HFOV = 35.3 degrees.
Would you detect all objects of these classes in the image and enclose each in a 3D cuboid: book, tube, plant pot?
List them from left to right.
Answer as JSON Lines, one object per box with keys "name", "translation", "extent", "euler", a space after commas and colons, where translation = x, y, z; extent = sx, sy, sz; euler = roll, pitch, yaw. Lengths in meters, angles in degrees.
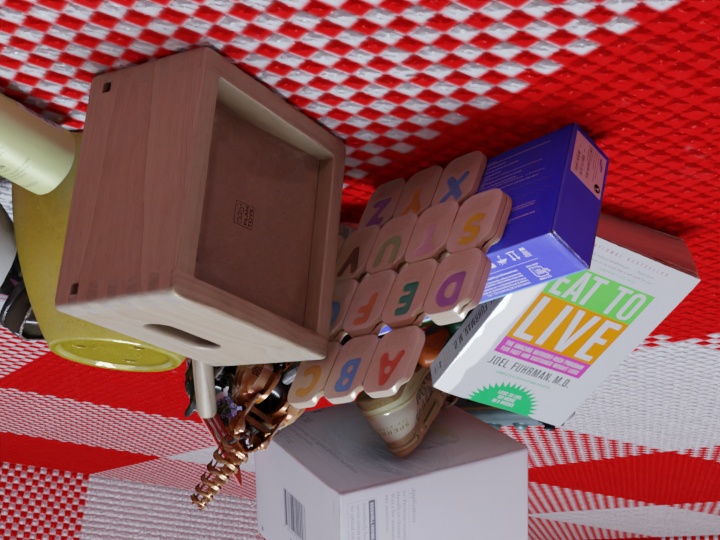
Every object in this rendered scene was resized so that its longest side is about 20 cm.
{"name": "tube", "translation": [-0.278, -0.111, 0.734], "extent": [0.058, 0.052, 0.200], "euler": [-45, 137, 12]}
{"name": "plant pot", "translation": [-0.183, -0.002, 0.887], "extent": [0.198, 0.143, 0.200], "euler": [5, 162, 2]}
{"name": "book", "translation": [0.163, 0.040, 0.937], "extent": [0.133, 0.048, 0.201], "euler": [17, 128, -21]}

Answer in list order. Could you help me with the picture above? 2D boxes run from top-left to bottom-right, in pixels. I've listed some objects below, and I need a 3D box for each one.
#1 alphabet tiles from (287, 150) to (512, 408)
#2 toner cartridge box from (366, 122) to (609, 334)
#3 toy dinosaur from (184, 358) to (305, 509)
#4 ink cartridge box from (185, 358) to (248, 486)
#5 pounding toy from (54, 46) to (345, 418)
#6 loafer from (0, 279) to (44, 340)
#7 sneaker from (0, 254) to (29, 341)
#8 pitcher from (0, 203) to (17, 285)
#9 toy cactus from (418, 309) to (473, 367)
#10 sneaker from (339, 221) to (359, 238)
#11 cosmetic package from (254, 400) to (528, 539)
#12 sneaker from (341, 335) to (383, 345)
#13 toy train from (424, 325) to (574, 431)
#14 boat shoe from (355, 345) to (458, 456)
{"name": "alphabet tiles", "translation": [0.017, 0.003, 0.780], "extent": [0.015, 0.197, 0.199], "euler": [39, 147, -28]}
{"name": "toner cartridge box", "translation": [0.075, -0.024, 0.789], "extent": [0.043, 0.096, 0.199], "euler": [40, 141, -28]}
{"name": "toy dinosaur", "translation": [-0.079, 0.084, 0.881], "extent": [0.103, 0.200, 0.135], "euler": [57, 151, -10]}
{"name": "ink cartridge box", "translation": [-0.122, 0.104, 1.084], "extent": [0.050, 0.110, 0.200], "euler": [-25, -156, 2]}
{"name": "pounding toy", "translation": [-0.104, -0.011, 0.765], "extent": [0.141, 0.186, 0.200], "euler": [-6, 159, 32]}
{"name": "loafer", "translation": [-0.242, 0.038, 1.069], "extent": [0.199, 0.071, 0.073], "euler": [-4, 131, -49]}
{"name": "sneaker", "translation": [-0.323, -0.003, 1.068], "extent": [0.086, 0.081, 0.200], "euler": [-20, 158, 8]}
{"name": "pitcher", "translation": [-0.349, -0.049, 0.840], "extent": [0.199, 0.122, 0.171], "euler": [33, 146, -34]}
{"name": "toy cactus", "translation": [0.133, 0.043, 1.067], "extent": [0.198, 0.103, 0.165], "euler": [-6, 178, 24]}
{"name": "sneaker", "translation": [0.000, 0.000, 0.993], "extent": [0.086, 0.075, 0.200], "euler": [-7, 169, -13]}
{"name": "cosmetic package", "translation": [0.026, 0.209, 1.085], "extent": [0.198, 0.124, 0.199], "euler": [-7, -166, -27]}
{"name": "sneaker", "translation": [-0.040, 0.068, 1.147], "extent": [0.199, 0.091, 0.070], "euler": [-11, 156, 40]}
{"name": "toy train", "translation": [0.141, 0.117, 1.214], "extent": [0.198, 0.115, 0.085], "euler": [-5, 161, 28]}
{"name": "boat shoe", "translation": [0.048, 0.121, 1.083], "extent": [0.073, 0.063, 0.200], "euler": [-23, -178, 22]}
